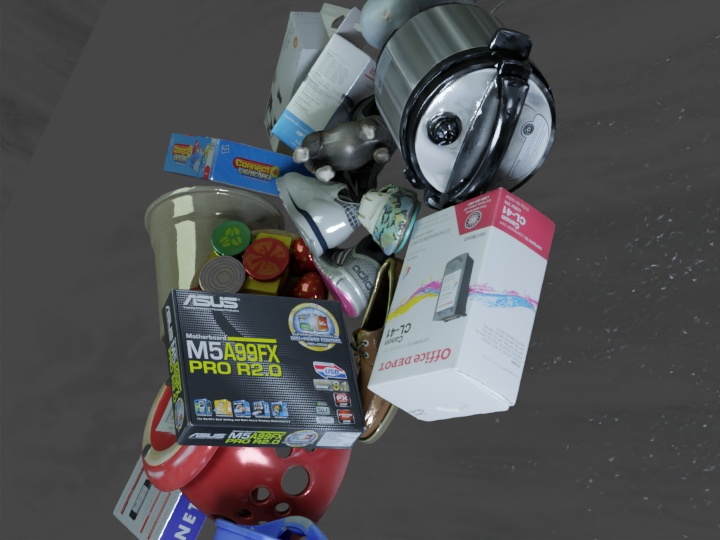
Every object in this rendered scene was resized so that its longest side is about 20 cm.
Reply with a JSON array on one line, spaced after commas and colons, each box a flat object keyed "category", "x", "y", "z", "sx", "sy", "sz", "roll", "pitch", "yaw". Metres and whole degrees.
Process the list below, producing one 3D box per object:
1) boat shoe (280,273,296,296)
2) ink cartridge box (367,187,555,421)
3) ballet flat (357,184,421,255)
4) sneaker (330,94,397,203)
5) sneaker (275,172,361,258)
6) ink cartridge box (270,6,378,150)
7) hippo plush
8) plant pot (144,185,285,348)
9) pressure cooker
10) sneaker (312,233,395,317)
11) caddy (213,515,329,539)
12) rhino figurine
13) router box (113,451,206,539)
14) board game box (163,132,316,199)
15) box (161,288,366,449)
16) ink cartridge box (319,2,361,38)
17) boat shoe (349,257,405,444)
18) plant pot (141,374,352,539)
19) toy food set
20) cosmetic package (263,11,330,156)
[{"category": "boat shoe", "x": -0.105, "y": 0.068, "z": 1.582, "sx": 0.062, "sy": 0.071, "sz": 0.203, "roll": 83, "pitch": -170, "yaw": -60}, {"category": "ink cartridge box", "x": 0.102, "y": 0.036, "z": 1.229, "sx": 0.147, "sy": 0.085, "sz": 0.203, "roll": -19, "pitch": 46, "yaw": 51}, {"category": "ballet flat", "x": 0.028, "y": -0.062, "z": 1.383, "sx": 0.075, "sy": 0.074, "sz": 0.200, "roll": -56, "pitch": 0, "yaw": 6}, {"category": "sneaker", "x": 0.006, "y": -0.154, "z": 1.589, "sx": 0.082, "sy": 0.070, "sz": 0.202, "roll": -32, "pitch": 35, "yaw": 52}, {"category": "sneaker", "x": -0.050, "y": -0.079, "z": 1.516, "sx": 0.080, "sy": 0.077, "sz": 0.200, "roll": -32, "pitch": 29, "yaw": -2}, {"category": "ink cartridge box", "x": -0.025, "y": -0.246, "z": 1.674, "sx": 0.201, "sy": 0.068, "sz": 0.116, "roll": -56, "pitch": -15, "yaw": 10}, {"category": "hippo plush", "x": 0.091, "y": -0.304, "z": 1.475, "sx": 0.202, "sy": 0.160, "sz": 0.159, "roll": -57, "pitch": 34, "yaw": -7}, {"category": "plant pot", "x": -0.203, "y": 0.016, "z": 1.679, "sx": 0.199, "sy": 0.198, "sz": 0.186, "roll": -30, "pitch": 50, "yaw": 44}, {"category": "pressure cooker", "x": 0.111, "y": -0.168, "z": 1.302, "sx": 0.177, "sy": 0.177, "sz": 0.201, "roll": -25, "pitch": 36, "yaw": 2}, {"category": "sneaker", "x": 0.000, "y": 0.000, "z": 1.454, "sx": 0.087, "sy": 0.074, "sz": 0.200, "roll": -31, "pitch": 11, "yaw": -4}, {"category": "caddy", "x": -0.072, "y": 0.295, "z": 1.214, "sx": 0.199, "sy": 0.140, "sz": 0.107, "roll": -2, "pitch": 66, "yaw": 58}, {"category": "rhino figurine", "x": 0.014, "y": -0.161, "z": 1.517, "sx": 0.197, "sy": 0.061, "sz": 0.088, "roll": -15, "pitch": 14, "yaw": 1}, {"category": "router box", "x": -0.239, "y": 0.264, "z": 1.625, "sx": 0.179, "sy": 0.048, "sz": 0.202, "roll": 13, "pitch": 75, "yaw": 62}, {"category": "board game box", "x": -0.144, "y": -0.136, "z": 1.682, "sx": 0.195, "sy": 0.197, "sz": 0.057, "roll": 17, "pitch": 94, "yaw": 61}, {"category": "box", "x": -0.102, "y": 0.104, "z": 1.287, "sx": 0.044, "sy": 0.197, "sz": 0.162, "roll": -54, "pitch": 39, "yaw": 47}, {"category": "ink cartridge box", "x": -0.047, "y": -0.307, "z": 1.855, "sx": 0.178, "sy": 0.044, "sz": 0.200, "roll": -60, "pitch": 27, "yaw": 3}, {"category": "boat shoe", "x": 0.018, "y": 0.084, "z": 1.341, "sx": 0.071, "sy": 0.068, "sz": 0.203, "roll": -7, "pitch": 59, "yaw": 54}, {"category": "plant pot", "x": -0.132, "y": 0.185, "z": 1.380, "sx": 0.200, "sy": 0.181, "sz": 0.202, "roll": -40, "pitch": 32, "yaw": 30}, {"category": "toy food set", "x": -0.127, "y": 0.031, "z": 1.540, "sx": 0.049, "sy": 0.194, "sz": 0.203, "roll": 82, "pitch": -161, "yaw": -61}, {"category": "cosmetic package", "x": -0.091, "y": -0.261, "z": 1.747, "sx": 0.201, "sy": 0.050, "sz": 0.083, "roll": 110, "pitch": 148, "yaw": -45}]
